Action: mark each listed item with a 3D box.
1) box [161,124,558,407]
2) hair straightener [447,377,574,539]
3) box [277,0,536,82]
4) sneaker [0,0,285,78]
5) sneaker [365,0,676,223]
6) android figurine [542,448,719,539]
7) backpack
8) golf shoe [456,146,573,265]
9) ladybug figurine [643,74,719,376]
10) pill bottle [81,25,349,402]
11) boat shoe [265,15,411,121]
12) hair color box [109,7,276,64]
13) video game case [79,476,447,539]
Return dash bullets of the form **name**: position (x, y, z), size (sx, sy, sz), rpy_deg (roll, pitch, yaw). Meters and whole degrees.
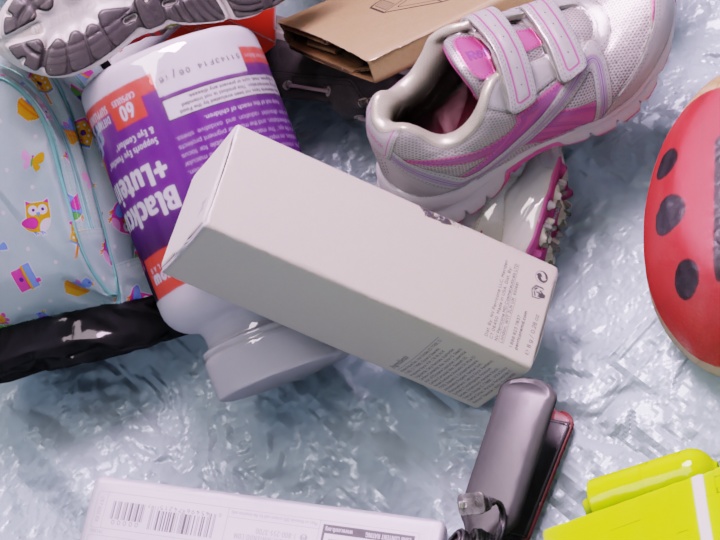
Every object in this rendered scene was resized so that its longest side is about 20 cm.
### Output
- **box**: position (0.000, 0.000, 1.470), size (0.082, 0.200, 0.068), rpy_deg (-40, 28, 60)
- **hair straightener**: position (0.054, 0.142, 1.414), size (0.041, 0.077, 0.200), rpy_deg (16, 66, 29)
- **box**: position (0.066, -0.168, 1.581), size (0.200, 0.021, 0.163), rpy_deg (-25, 18, -13)
- **sneaker**: position (-0.123, -0.171, 1.568), size (0.200, 0.077, 0.085), rpy_deg (-19, 9, -13)
- **sneaker**: position (0.087, -0.106, 1.474), size (0.200, 0.088, 0.081), rpy_deg (-38, 59, -1)
- **android figurine**: position (0.161, 0.170, 1.354), size (0.200, 0.041, 0.182), rpy_deg (-22, 49, 19)
- **backpack**: position (-0.194, -0.040, 1.626), size (0.167, 0.127, 0.200), rpy_deg (-13, 93, 21)
- **golf shoe**: position (0.088, -0.091, 1.552), size (0.091, 0.075, 0.200), rpy_deg (10, 62, 15)
- **ladybug figurine**: position (0.211, -0.033, 1.446), size (0.136, 0.072, 0.200), rpy_deg (-12, 53, 25)
- **pill bottle**: position (-0.078, -0.031, 1.557), size (0.111, 0.111, 0.200), rpy_deg (-24, 83, 17)
- **boat shoe**: position (-0.014, -0.117, 1.667), size (0.200, 0.067, 0.057), rpy_deg (20, 107, 41)
- **hair color box**: position (-0.132, -0.144, 1.700), size (0.200, 0.061, 0.102), rpy_deg (-34, 43, 43)
- **video game case**: position (-0.066, 0.206, 1.439), size (0.200, 0.023, 0.182), rpy_deg (7, 60, 10)
